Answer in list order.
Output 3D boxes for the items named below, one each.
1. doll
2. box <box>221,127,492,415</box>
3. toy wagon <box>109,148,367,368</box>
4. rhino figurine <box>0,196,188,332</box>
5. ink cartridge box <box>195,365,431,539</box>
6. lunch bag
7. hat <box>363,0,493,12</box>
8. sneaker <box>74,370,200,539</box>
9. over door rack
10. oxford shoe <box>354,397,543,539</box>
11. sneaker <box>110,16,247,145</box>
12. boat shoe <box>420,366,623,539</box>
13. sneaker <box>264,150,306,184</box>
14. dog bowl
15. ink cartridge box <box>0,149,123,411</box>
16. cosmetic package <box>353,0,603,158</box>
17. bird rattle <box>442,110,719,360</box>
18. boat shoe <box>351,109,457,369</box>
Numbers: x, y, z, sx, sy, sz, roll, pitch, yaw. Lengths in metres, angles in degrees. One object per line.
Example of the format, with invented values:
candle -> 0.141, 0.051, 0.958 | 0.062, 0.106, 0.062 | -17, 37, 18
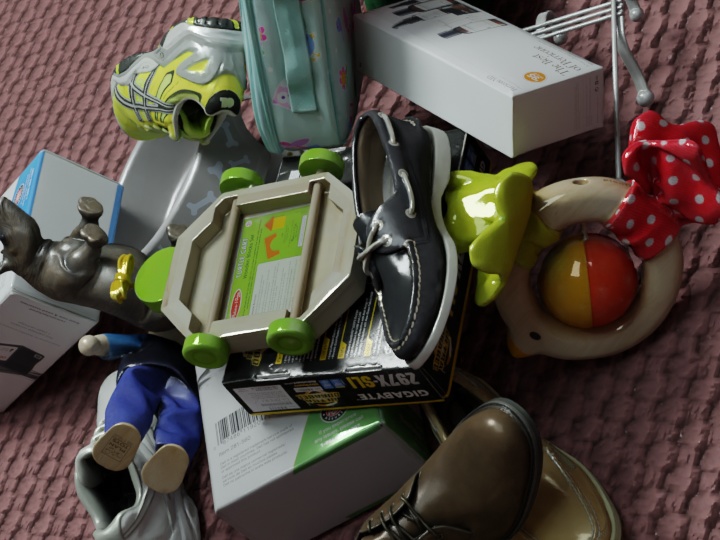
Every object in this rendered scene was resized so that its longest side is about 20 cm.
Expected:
doll -> -0.159, 0.089, 1.325 | 0.049, 0.136, 0.200 | -60, 10, 24
box -> 0.000, 0.000, 1.202 | 0.159, 0.049, 0.201 | -9, 53, 30
toy wagon -> -0.085, -0.004, 1.200 | 0.199, 0.040, 0.156 | -11, 52, 28
rhino figurine -> -0.216, -0.007, 1.334 | 0.060, 0.199, 0.088 | -80, 9, -54
ink cartridge box -> -0.041, 0.084, 1.261 | 0.146, 0.084, 0.201 | -29, 45, 18
lunch bag -> -0.048, -0.197, 1.272 | 0.077, 0.201, 0.161 | -4, 28, 10
hat -> 0.039, -0.187, 1.420 | 0.200, 0.165, 0.177 | -117, 37, -62
sneaker -> -0.181, 0.144, 1.324 | 0.078, 0.099, 0.201 | -34, 44, 15
over door rack -> 0.138, -0.104, 1.263 | 0.147, 0.067, 0.201 | -14, 52, 34
oxford shoe -> 0.048, 0.160, 1.080 | 0.073, 0.084, 0.200 | 48, 128, 21
sneaker -> -0.148, -0.133, 1.340 | 0.200, 0.075, 0.077 | 150, 120, -61
boat shoe -> 0.093, 0.127, 1.127 | 0.072, 0.076, 0.200 | -48, 43, -2
sneaker -> -0.032, -0.064, 1.371 | 0.199, 0.074, 0.116 | -12, 57, 35
dog bowl -> -0.150, -0.068, 1.432 | 0.200, 0.058, 0.201 | -43, 33, 36
ink cartridge box -> -0.294, 0.013, 1.475 | 0.200, 0.083, 0.146 | -38, 38, 45
cosmetic package -> 0.081, -0.146, 1.227 | 0.082, 0.051, 0.200 | -22, 34, -26
bird rattle -> 0.154, -0.019, 1.133 | 0.199, 0.164, 0.113 | -12, 29, -7
boat shoe -> 0.023, -0.026, 1.112 | 0.074, 0.060, 0.201 | -47, 31, 44
